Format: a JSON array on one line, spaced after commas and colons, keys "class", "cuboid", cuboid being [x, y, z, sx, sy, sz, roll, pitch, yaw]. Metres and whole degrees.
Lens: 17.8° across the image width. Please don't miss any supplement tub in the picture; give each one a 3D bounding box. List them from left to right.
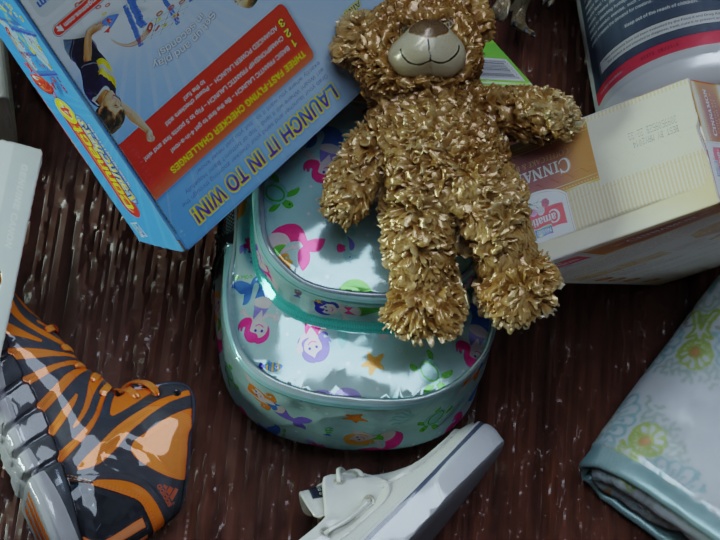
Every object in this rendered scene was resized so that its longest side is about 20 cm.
[{"class": "supplement tub", "cuboid": [0.207, -0.172, 1.455, 0.140, 0.140, 0.200, -3, 63, -7]}]

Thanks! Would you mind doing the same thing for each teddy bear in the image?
[{"class": "teddy bear", "cuboid": [0.045, -0.058, 1.238, 0.145, 0.067, 0.201, 5, 87, 15]}]

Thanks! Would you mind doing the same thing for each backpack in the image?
[{"class": "backpack", "cuboid": [0.000, 0.000, 1.351, 0.177, 0.151, 0.200, 6, 67, -4]}]

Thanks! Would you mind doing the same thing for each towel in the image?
[{"class": "towel", "cuboid": [0.255, 0.114, 1.368, 0.200, 0.048, 0.171, 35, 62, 12]}]

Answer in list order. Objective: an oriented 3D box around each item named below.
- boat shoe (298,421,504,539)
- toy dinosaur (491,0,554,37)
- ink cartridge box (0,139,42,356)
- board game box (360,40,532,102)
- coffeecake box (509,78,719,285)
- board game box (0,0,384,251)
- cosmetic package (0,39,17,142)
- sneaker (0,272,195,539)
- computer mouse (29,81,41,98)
[{"class": "boat shoe", "cuboid": [-0.004, 0.145, 1.316, 0.200, 0.071, 0.070, -42, 76, -16]}, {"class": "toy dinosaur", "cuboid": [0.109, -0.210, 1.487, 0.058, 0.200, 0.101, 25, 99, -22]}, {"class": "ink cartridge box", "cuboid": [-0.285, -0.015, 1.324, 0.199, 0.057, 0.163, 13, 96, 7]}, {"class": "board game box", "cuboid": [0.030, -0.140, 1.405, 0.095, 0.030, 0.200, 1, 26, -16]}, {"class": "coffeecake box", "cuboid": [0.179, -0.046, 1.323, 0.200, 0.153, 0.073, 1, 73, -54]}, {"class": "board game box", "cuboid": [-0.090, -0.149, 1.246, 0.200, 0.056, 0.196, -43, 118, -22]}, {"class": "cosmetic package", "cuboid": [-0.266, -0.162, 1.428, 0.087, 0.103, 0.200, -7, 62, -6]}, {"class": "sneaker", "cuboid": [-0.164, 0.070, 1.342, 0.112, 0.078, 0.200, -21, 77, -19]}, {"class": "computer mouse", "cuboid": [-0.136, -0.185, 1.462, 0.138, 0.053, 0.200, 37, 72, 29]}]
